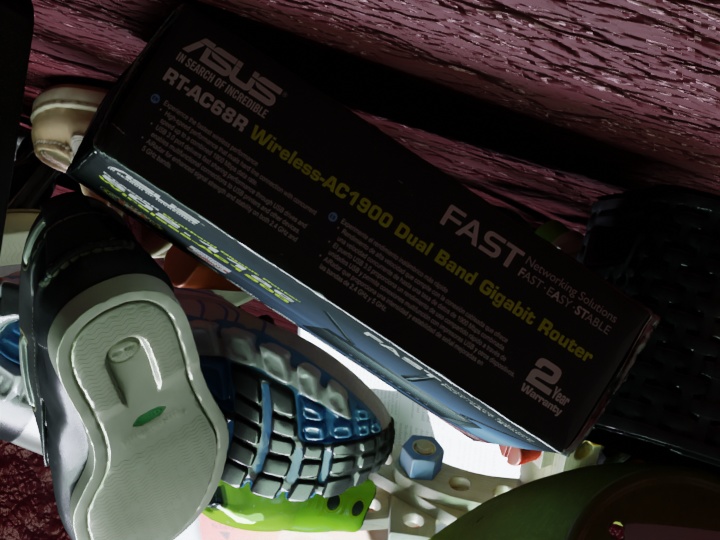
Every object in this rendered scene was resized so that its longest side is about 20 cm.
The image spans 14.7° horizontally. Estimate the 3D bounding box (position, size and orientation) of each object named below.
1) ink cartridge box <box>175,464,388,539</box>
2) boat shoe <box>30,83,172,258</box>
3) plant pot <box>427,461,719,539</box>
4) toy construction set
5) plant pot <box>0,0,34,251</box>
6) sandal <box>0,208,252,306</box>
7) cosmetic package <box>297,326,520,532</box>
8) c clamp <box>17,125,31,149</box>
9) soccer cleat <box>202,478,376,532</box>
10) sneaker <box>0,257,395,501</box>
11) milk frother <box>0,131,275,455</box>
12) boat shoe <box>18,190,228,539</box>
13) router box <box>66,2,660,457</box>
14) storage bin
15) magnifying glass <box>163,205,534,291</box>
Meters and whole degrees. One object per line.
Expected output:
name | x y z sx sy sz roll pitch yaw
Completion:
ink cartridge box | -0.044 0.174 1.438 0.162 0.050 0.200 3 129 23
boat shoe | -0.094 -0.039 1.243 0.074 0.069 0.200 20 175 -34
plant pot | 0.101 0.149 1.093 0.187 0.187 0.200 17 156 -2
toy construction set | 0.068 0.059 1.222 0.131 0.200 0.092 -16 -122 -30
plant pot | -0.229 -0.046 0.981 0.177 0.200 0.199 8 -178 -37
sandal | -0.113 0.002 1.322 0.201 0.080 0.057 -13 -152 -21
cosmetic package | 0.046 0.062 1.360 0.151 0.052 0.200 18 136 14
c clamp | -0.242 -0.081 1.569 0.171 0.027 0.200 14 175 41
soccer cleat | -0.065 0.080 1.283 0.081 0.068 0.200 19 -176 -31
sneaker | -0.069 0.031 1.188 0.200 0.075 0.087 20 -149 19
milk frother | -0.131 0.021 1.434 0.188 0.181 0.200 21 180 -15
boat shoe | -0.098 0.049 1.113 0.068 0.072 0.200 53 160 33
router box | -0.006 -0.011 1.008 0.200 0.062 0.150 33 173 -7
storage bin | 0.180 0.045 1.075 0.200 0.094 0.135 19 175 -9
magnifying glass | 0.000 0.000 1.193 0.200 0.080 0.022 2 -133 -44
